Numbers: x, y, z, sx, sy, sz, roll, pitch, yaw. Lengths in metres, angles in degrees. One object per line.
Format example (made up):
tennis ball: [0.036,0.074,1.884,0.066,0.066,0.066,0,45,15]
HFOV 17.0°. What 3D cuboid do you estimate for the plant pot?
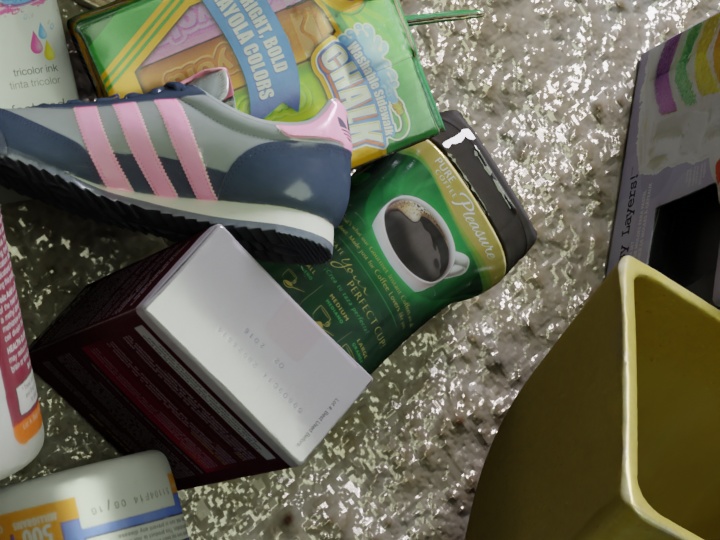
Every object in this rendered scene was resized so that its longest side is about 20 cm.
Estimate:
plant pot: [0.154,0.155,1.283,0.194,0.200,0.196,31,36,-18]

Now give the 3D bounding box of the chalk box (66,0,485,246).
chalk box: [-0.037,-0.110,1.253,0.200,0.125,0.124,-23,99,-7]

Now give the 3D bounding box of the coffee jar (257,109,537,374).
coffee jar: [0.000,0.000,1.312,0.200,0.085,0.104,-36,98,-26]

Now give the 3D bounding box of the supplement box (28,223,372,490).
supplement box: [-0.086,0.049,1.195,0.109,0.200,0.061,46,66,-12]

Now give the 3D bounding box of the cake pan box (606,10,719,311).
cake pan box: [0.210,-0.053,1.373,0.052,0.184,0.200,16,74,-18]

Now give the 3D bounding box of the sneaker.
sneaker: [-0.099,-0.062,1.159,0.200,0.070,0.082,14,76,7]

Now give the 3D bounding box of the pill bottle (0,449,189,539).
pill bottle: [-0.126,0.198,1.195,0.112,0.112,0.200,-12,85,-28]

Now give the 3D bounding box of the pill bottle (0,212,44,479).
pill bottle: [-0.219,-0.001,1.109,0.114,0.114,0.200,-17,106,-28]

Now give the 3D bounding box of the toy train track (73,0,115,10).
toy train track: [-0.086,-0.130,1.325,0.200,0.033,0.115,26,70,-19]

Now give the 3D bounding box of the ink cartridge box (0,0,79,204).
ink cartridge box: [-0.235,-0.130,1.222,0.144,0.085,0.200,-11,84,-27]
